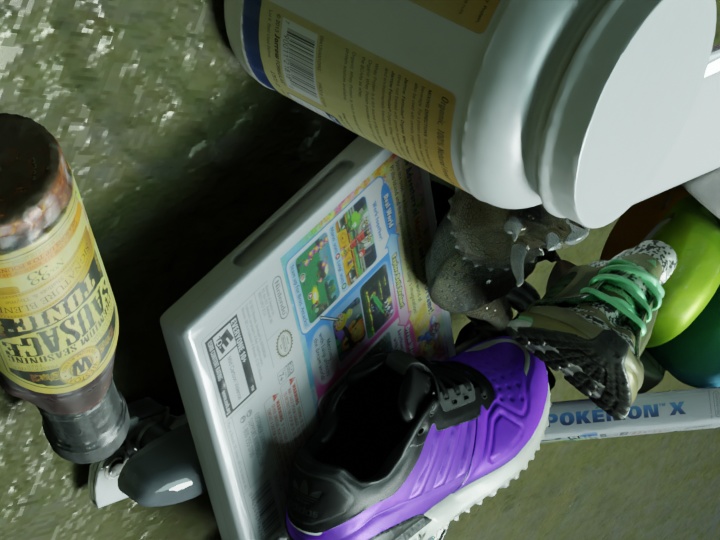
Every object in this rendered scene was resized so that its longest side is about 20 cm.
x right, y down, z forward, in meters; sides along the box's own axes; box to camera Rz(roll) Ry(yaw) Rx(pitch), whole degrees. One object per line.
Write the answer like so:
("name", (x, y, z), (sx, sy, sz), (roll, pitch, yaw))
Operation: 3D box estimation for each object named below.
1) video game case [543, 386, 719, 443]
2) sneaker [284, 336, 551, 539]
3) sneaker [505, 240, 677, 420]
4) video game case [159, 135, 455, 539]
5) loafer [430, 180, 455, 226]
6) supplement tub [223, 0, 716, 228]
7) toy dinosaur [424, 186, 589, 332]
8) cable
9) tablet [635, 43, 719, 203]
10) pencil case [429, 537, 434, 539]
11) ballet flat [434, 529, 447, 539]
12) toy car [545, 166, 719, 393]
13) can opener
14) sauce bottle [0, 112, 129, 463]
("video game case", (0.133, 0.092, 1.233), (0.200, 0.180, 0.022), (37, 47, -81))
("sneaker", (0.034, 0.077, 1.061), (0.200, 0.069, 0.100), (-39, 137, -37))
("sneaker", (0.129, 0.017, 1.065), (0.089, 0.077, 0.200), (-54, 180, 4))
("video game case", (-0.019, 0.044, 1.050), (0.182, 0.024, 0.201), (-44, 141, -31))
("loafer", (0.000, 0.000, 1.123), (0.200, 0.073, 0.072), (-39, 150, -40))
("supplement tub", (0.051, -0.117, 0.946), (0.144, 0.199, 0.145), (-44, 151, -33))
("toy dinosaur", (0.070, -0.018, 1.055), (0.102, 0.077, 0.200), (-26, 171, -26))
("cable", (0.084, 0.054, 1.239), (0.200, 0.096, 0.051), (125, -10, -75))
("tablet", (0.151, -0.067, 1.132), (0.198, 0.014, 0.130), (-23, 152, -3))
("pencil case", (0.005, 0.184, 1.188), (0.084, 0.090, 0.200), (-58, 170, -2))
("ballet flat", (-0.004, 0.210, 1.361), (0.201, 0.068, 0.068), (-52, 166, 4))
("toy car", (0.216, 0.011, 1.285), (0.175, 0.150, 0.200), (-50, -175, 13))
("can opener", (-0.066, 0.092, 1.097), (0.199, 0.067, 0.054), (-14, 129, -50))
("sauce bottle", (-0.137, 0.016, 0.883), (0.066, 0.066, 0.201), (-50, 152, -23))
